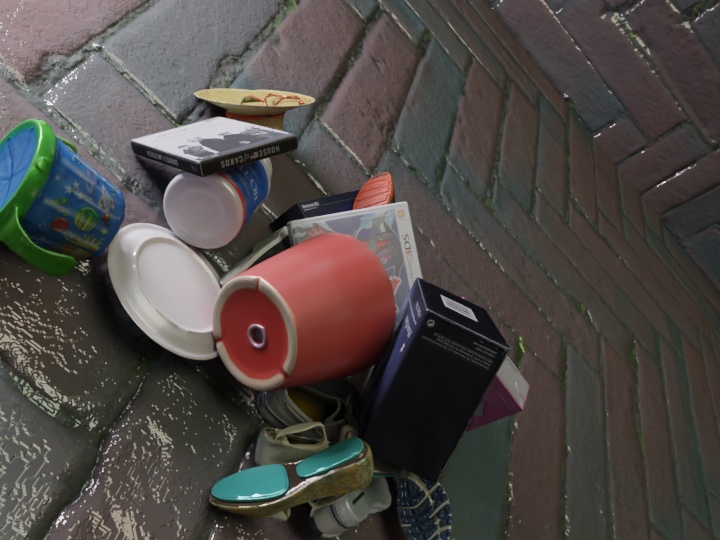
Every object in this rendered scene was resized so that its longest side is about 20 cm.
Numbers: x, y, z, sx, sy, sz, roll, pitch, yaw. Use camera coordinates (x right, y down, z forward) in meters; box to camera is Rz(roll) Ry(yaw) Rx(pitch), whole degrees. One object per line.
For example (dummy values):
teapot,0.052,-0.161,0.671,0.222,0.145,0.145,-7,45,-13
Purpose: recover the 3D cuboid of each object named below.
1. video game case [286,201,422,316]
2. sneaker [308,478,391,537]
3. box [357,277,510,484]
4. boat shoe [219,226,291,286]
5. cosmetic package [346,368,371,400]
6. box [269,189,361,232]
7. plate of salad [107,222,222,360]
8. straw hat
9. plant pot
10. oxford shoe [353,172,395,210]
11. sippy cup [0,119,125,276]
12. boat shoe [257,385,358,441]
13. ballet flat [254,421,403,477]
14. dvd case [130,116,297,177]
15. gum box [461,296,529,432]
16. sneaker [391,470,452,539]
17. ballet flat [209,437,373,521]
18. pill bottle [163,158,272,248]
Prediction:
video game case,0.000,0.000,1.066,0.198,0.023,0.184,-12,90,-22
sneaker,-0.015,0.306,0.946,0.073,0.070,0.200,66,14,15
box,0.088,0.138,0.944,0.122,0.200,0.200,25,10,-3
boat shoe,-0.136,-0.007,1.019,0.061,0.075,0.200,58,28,-11
cosmetic package,0.072,0.161,1.158,0.106,0.071,0.200,57,35,-1
box,-0.039,-0.051,1.186,0.200,0.079,0.142,-21,78,-55
plate of salad,-0.241,0.029,0.892,0.200,0.048,0.201,42,27,-27
straw hat,-0.172,-0.244,1.157,0.201,0.200,0.086,-30,130,-55
plant pot,-0.079,0.062,0.905,0.177,0.200,0.202,-17,77,-54
oxford shoe,0.031,-0.079,1.182,0.073,0.071,0.201,51,37,-42
sippy cup,-0.345,-0.078,0.794,0.130,0.139,0.179,35,63,-44
boat shoe,-0.040,0.204,0.975,0.202,0.086,0.075,38,39,-26
ballet flat,-0.036,0.230,0.907,0.198,0.067,0.064,5,93,-12
dvd case,-0.204,-0.174,0.963,0.150,0.199,0.025,-24,120,-35
gum box,0.163,0.148,1.118,0.200,0.113,0.066,53,35,-10
sneaker,0.084,0.316,1.037,0.085,0.076,0.201,63,7,-66
ballet flat,-0.077,0.261,0.837,0.071,0.198,0.071,163,-90,-84
pill bottle,-0.193,-0.119,1.005,0.112,0.112,0.200,47,24,-14
